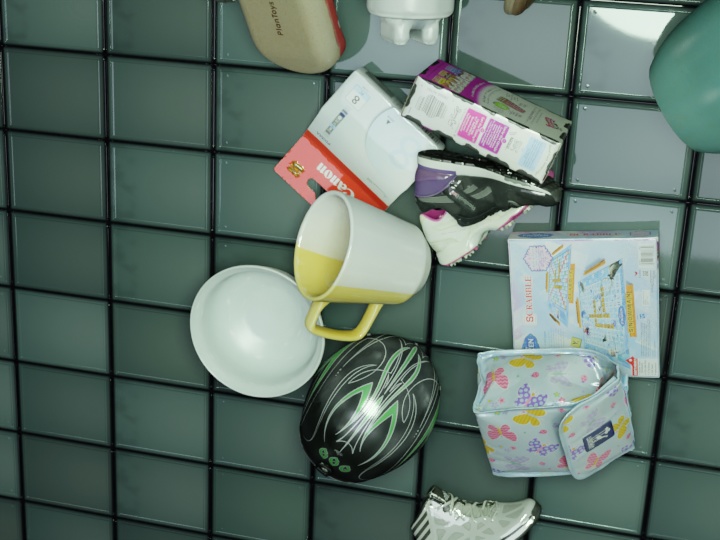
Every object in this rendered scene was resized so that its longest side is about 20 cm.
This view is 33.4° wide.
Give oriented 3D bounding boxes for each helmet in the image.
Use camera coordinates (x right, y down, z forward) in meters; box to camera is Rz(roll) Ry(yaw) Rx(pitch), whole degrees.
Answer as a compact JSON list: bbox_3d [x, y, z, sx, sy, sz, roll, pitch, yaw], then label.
[{"bbox_3d":[0.017,0.188,1.686,0.200,0.200,0.191,38,130,1],"label":"helmet"}]

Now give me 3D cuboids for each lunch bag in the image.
[{"bbox_3d":[0.263,0.195,1.617,0.199,0.127,0.170,-4,138,14],"label":"lunch bag"}]

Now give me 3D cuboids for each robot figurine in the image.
[{"bbox_3d":[0.065,-0.388,1.520,0.169,0.113,0.201,-5,110,-22],"label":"robot figurine"}]

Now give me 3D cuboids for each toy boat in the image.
[{"bbox_3d":[-0.078,-0.359,1.567,0.130,0.131,0.200,13,142,27],"label":"toy boat"}]

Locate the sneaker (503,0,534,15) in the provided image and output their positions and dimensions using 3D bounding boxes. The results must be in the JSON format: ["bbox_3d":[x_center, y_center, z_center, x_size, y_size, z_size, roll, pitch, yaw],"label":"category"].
[{"bbox_3d":[0.249,-0.398,1.491,0.075,0.070,0.200,29,113,4],"label":"sneaker"}]

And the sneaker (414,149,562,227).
[{"bbox_3d":[0.164,-0.096,1.557,0.200,0.076,0.088,16,110,26],"label":"sneaker"}]

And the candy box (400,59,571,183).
[{"bbox_3d":[0.164,-0.194,1.543,0.200,0.136,0.061,26,114,7],"label":"candy box"}]

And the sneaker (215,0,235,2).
[{"bbox_3d":[-0.142,-0.448,1.578,0.200,0.076,0.091,-41,49,4],"label":"sneaker"}]

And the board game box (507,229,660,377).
[{"bbox_3d":[0.305,0.045,1.631,0.199,0.041,0.201,0,108,15],"label":"board game box"}]

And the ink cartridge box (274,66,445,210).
[{"bbox_3d":[-0.007,-0.153,1.650,0.160,0.047,0.200,43,110,-2],"label":"ink cartridge box"}]

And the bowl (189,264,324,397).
[{"bbox_3d":[-0.137,0.075,1.735,0.201,0.090,0.202,4,108,13],"label":"bowl"}]

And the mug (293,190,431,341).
[{"bbox_3d":[0.001,-0.010,1.639,0.153,0.150,0.187,12,141,-31],"label":"mug"}]

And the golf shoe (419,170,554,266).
[{"bbox_3d":[0.165,-0.089,1.612,0.200,0.075,0.092,-36,92,21],"label":"golf shoe"}]

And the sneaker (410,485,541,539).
[{"bbox_3d":[0.157,0.357,1.752,0.200,0.076,0.115,-31,99,24],"label":"sneaker"}]

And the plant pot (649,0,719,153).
[{"bbox_3d":[0.445,-0.233,1.430,0.161,0.201,0.201,-30,98,35],"label":"plant pot"}]
